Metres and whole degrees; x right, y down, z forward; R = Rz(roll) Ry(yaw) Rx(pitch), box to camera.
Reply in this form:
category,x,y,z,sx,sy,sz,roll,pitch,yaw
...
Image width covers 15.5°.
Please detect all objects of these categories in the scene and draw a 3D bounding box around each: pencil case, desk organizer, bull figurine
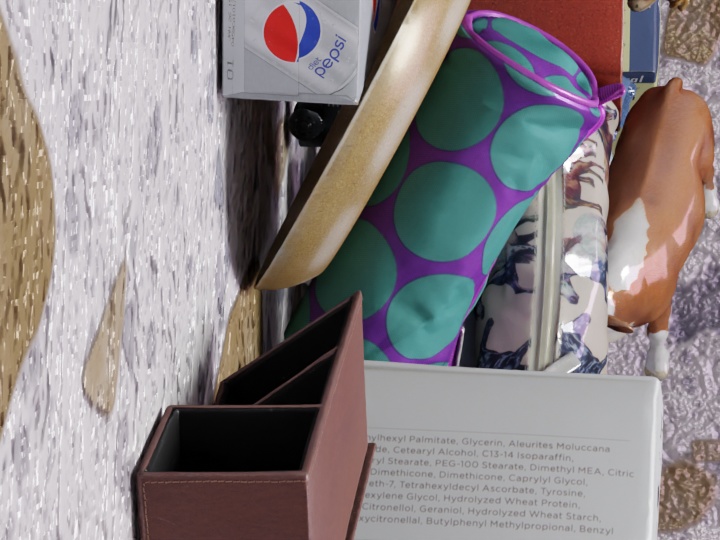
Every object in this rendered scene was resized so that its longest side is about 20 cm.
category,x,y,z,sx,sy,sz,roll,pitch,yaw
pencil case,0.095,0.001,1.370,0.089,0.077,0.201,128,-33,-68
pencil case,0.044,-0.026,1.310,0.200,0.092,0.085,-62,-177,18
desk organizer,-0.040,0.078,1.075,0.200,0.071,0.077,-73,162,-69
bull figurine,0.159,-0.013,1.515,0.122,0.065,0.200,74,37,-57

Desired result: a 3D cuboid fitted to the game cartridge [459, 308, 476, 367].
category,x,y,z,sx,sy,sz,roll,pitch,yaw
game cartridge,0.076,0.035,1.462,0.200,0.041,0.134,20,62,-62

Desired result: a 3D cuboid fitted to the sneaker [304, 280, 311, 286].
category,x,y,z,sx,sy,sz,roll,pitch,yaw
sneaker,0.011,0.026,1.436,0.081,0.075,0.201,40,-41,53

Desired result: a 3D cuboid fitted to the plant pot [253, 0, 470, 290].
category,x,y,z,sx,sy,sz,roll,pitch,yaw
plant pot,0.007,-0.074,1.260,0.201,0.027,0.200,-62,-176,7

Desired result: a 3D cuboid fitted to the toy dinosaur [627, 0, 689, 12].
category,x,y,z,sx,sy,sz,roll,pitch,yaw
toy dinosaur,0.179,-0.208,1.475,0.106,0.060,0.201,83,10,-49

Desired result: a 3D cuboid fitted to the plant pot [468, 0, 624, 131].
category,x,y,z,sx,sy,sz,roll,pitch,yaw
plant pot,0.064,-0.191,1.495,0.200,0.175,0.201,41,51,-83

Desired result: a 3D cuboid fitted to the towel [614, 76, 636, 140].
category,x,y,z,sx,sy,sz,roll,pitch,yaw
towel,0.079,-0.143,1.649,0.049,0.200,0.112,-54,180,20

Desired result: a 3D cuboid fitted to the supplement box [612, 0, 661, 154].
category,x,y,z,sx,sy,sz,roll,pitch,yaw
supplement box,0.106,-0.164,1.820,0.200,0.199,0.135,70,21,-72

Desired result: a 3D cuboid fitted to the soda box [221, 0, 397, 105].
category,x,y,z,sx,sy,sz,roll,pitch,yaw
soda box,-0.020,-0.138,1.230,0.200,0.063,0.069,-73,165,-69

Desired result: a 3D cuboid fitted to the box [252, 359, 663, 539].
category,x,y,z,sx,sy,sz,roll,pitch,yaw
box,0.044,0.146,1.291,0.199,0.199,0.131,82,12,-60

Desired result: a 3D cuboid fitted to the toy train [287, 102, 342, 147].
category,x,y,z,sx,sy,sz,roll,pitch,yaw
toy train,-0.015,-0.159,1.363,0.034,0.046,0.201,-74,165,-68
